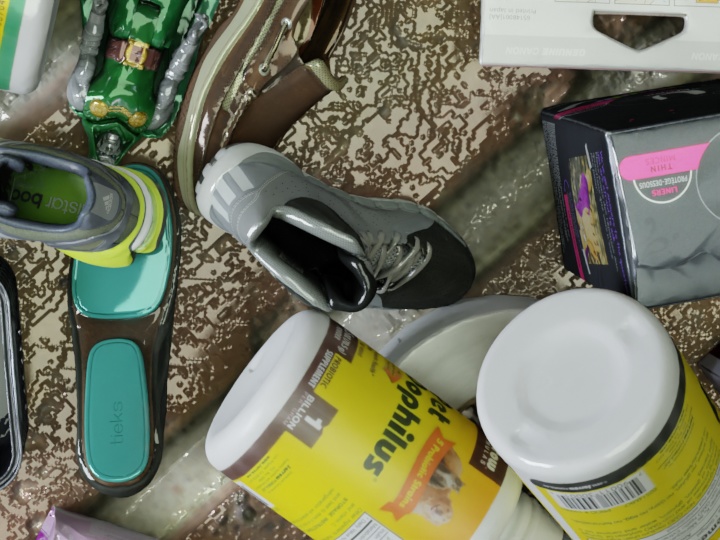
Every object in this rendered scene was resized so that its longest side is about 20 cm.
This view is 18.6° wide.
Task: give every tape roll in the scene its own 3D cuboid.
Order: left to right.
[{"bbox_3d":[0.089,0.117,1.373,0.201,0.071,0.203,-1,98,-6],"label":"tape roll"}]

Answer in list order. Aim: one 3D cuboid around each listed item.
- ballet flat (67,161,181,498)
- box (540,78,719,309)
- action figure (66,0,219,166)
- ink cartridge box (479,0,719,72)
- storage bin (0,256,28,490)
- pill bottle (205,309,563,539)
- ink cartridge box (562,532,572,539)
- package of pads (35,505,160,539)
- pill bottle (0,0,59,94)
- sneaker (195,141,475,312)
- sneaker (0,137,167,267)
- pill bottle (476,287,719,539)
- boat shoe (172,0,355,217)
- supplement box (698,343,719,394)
[{"bbox_3d":[-0.144,0.037,1.332,0.068,0.068,0.201,4,80,2],"label":"ballet flat"},{"bbox_3d":[0.187,-0.049,1.297,0.122,0.200,0.107,-10,99,-5],"label":"box"},{"bbox_3d":[-0.130,-0.154,1.325,0.118,0.055,0.201,14,100,-11],"label":"action figure"},{"bbox_3d":[0.169,-0.211,1.345,0.199,0.045,0.177,2,96,-6],"label":"ink cartridge box"},{"bbox_3d":[-0.303,0.064,1.312,0.199,0.094,0.136,-5,98,-7],"label":"storage bin"},{"bbox_3d":[0.017,0.120,1.275,0.200,0.109,0.109,36,92,-10],"label":"pill bottle"},{"bbox_3d":[0.128,0.278,1.366,0.176,0.045,0.200,-44,126,5],"label":"ink cartridge box"},{"bbox_3d":[-0.119,0.232,1.363,0.199,0.076,0.121,20,92,-8],"label":"package of pads"},{"bbox_3d":[-0.274,-0.177,1.274,0.199,0.113,0.113,13,96,-7],"label":"pill bottle"},{"bbox_3d":[0.000,0.000,1.299,0.199,0.116,0.075,20,108,-31],"label":"sneaker"},{"bbox_3d":[-0.216,-0.052,1.289,0.199,0.081,0.074,6,81,17],"label":"sneaker"},{"bbox_3d":[0.151,0.104,1.242,0.114,0.114,0.200,-40,141,0],"label":"pill bottle"},{"bbox_3d":[-0.047,-0.121,1.313,0.075,0.075,0.203,23,96,29],"label":"boat shoe"},{"bbox_3d":[0.328,0.041,1.396,0.200,0.061,0.109,-40,99,-1],"label":"supplement box"}]
